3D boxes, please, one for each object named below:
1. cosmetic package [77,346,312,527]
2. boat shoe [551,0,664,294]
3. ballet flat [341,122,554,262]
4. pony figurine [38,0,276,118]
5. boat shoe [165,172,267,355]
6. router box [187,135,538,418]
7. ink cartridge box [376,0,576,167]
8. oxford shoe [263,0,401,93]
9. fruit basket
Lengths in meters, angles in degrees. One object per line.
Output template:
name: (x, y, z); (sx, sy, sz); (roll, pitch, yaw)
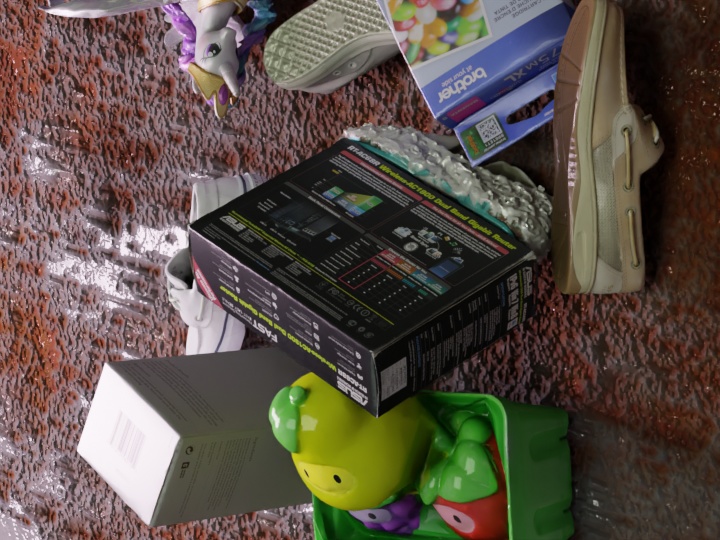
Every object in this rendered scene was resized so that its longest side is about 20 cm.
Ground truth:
cosmetic package: (-0.096, 0.121, 1.675); (0.108, 0.200, 0.085); (40, 119, 40)
boat shoe: (0.166, -0.083, 1.484); (0.072, 0.065, 0.200); (-133, 44, -79)
ballet flat: (0.071, -0.060, 1.587); (0.200, 0.072, 0.072); (32, 116, 38)
pony figurine: (-0.131, -0.225, 1.702); (0.193, 0.166, 0.200); (18, 101, 52)
boat shoe: (-0.124, 0.003, 1.765); (0.074, 0.067, 0.200); (-111, 29, -51)
router box: (0.000, 0.000, 1.528); (0.200, 0.150, 0.062); (34, 142, 37)
ink cartridge box: (0.079, -0.186, 1.549); (0.119, 0.042, 0.200); (-30, 72, 15)
oxford shoe: (0.019, -0.187, 1.637); (0.200, 0.058, 0.075); (-26, 66, 29)
fruit basket: (0.024, 0.139, 1.551); (0.215, 0.215, 0.156); (0, 95, 46)
